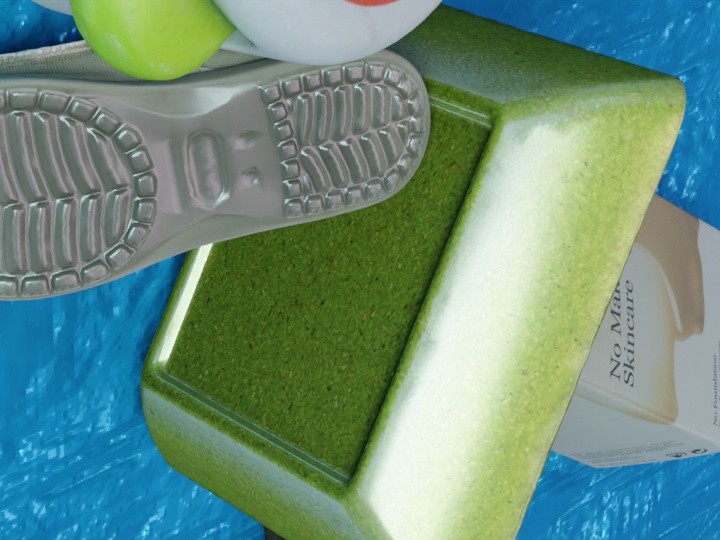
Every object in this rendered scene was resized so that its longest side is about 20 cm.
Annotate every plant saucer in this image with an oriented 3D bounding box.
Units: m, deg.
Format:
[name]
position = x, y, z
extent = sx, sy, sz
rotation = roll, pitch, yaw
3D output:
[plant saucer]
position = 0.000, 0.000, 0.934
extent = 0.048, 0.199, 0.201
rotation = 21, 92, -39

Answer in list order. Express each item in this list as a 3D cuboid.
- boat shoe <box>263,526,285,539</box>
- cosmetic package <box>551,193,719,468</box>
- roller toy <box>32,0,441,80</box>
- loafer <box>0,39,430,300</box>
[boat shoe]
position = -0.002, 0.113, 1.085
extent = 0.066, 0.072, 0.202
rotation = -28, 125, -33
[cosmetic package]
position = 0.079, 0.011, 1.101
extent = 0.200, 0.071, 0.106
rotation = 22, 62, -54
[roller toy]
position = -0.043, -0.163, 0.830
extent = 0.200, 0.139, 0.183
rotation = -20, 119, -55
[loafer]
position = -0.079, -0.040, 0.880
extent = 0.199, 0.068, 0.076
rotation = -7, 110, -14
